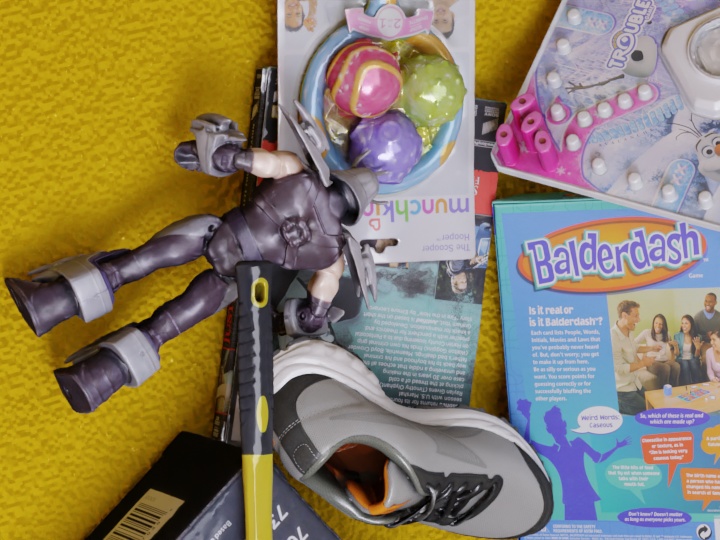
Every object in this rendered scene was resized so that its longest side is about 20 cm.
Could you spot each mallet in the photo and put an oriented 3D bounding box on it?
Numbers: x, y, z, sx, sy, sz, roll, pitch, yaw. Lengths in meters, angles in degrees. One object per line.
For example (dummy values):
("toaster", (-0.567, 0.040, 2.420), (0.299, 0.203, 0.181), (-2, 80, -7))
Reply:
("mallet", (-0.059, 0.097, 1.394), (0.066, 0.041, 0.201), (-9, 93, -27))

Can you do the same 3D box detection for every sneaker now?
("sneaker", (0.024, 0.106, 1.492), (0.200, 0.079, 0.074), (25, 121, -38))

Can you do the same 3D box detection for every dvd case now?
("dvd case", (0.000, 0.000, 1.536), (0.146, 0.022, 0.201), (6, 89, -25))

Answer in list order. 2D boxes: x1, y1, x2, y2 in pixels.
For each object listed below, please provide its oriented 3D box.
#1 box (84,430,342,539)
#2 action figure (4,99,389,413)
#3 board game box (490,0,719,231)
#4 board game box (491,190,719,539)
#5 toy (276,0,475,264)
("box", (-0.057, 0.204, 1.476), (0.148, 0.104, 0.200), (-46, 111, -16))
("action figure", (-0.073, -0.009, 1.456), (0.200, 0.069, 0.130), (-27, 100, -12))
("board game box", (0.193, -0.117, 1.518), (0.200, 0.199, 0.026), (-64, 157, -23))
("board game box", (0.154, 0.056, 1.545), (0.045, 0.152, 0.201), (-17, 104, -64))
("toy", (0.016, -0.103, 1.500), (0.115, 0.047, 0.201), (-3, 93, -23))
